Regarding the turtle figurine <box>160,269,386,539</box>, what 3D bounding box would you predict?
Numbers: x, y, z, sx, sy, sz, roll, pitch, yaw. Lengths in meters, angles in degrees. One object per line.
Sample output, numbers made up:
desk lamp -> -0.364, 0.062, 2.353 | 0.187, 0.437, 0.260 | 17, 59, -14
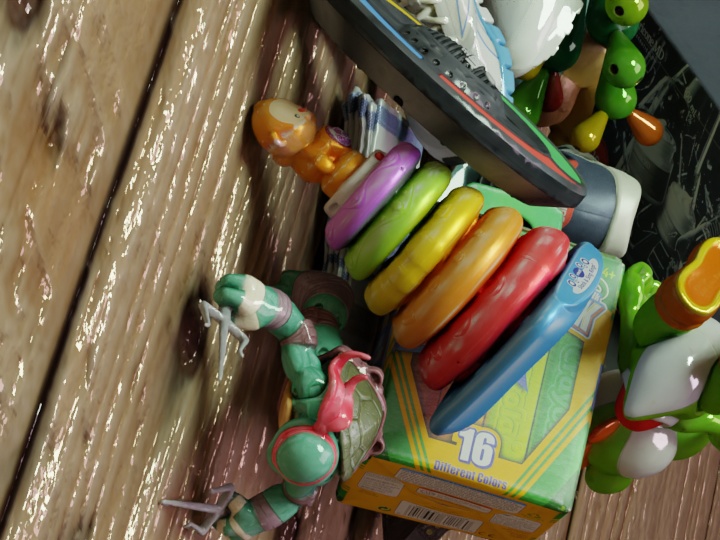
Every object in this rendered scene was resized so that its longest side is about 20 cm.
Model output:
turtle figurine -> -0.035, 0.073, 1.326 | 0.200, 0.100, 0.151 | -60, 161, -72

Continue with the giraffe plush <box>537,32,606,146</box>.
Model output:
giraffe plush -> 0.163, -0.130, 1.850 | 0.162, 0.172, 0.201 | 49, 57, -39

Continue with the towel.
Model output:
towel -> 0.000, 0.000, 1.537 | 0.147, 0.024, 0.201 | 26, 73, -75

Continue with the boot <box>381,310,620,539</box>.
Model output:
boot -> 0.087, 0.096, 1.656 | 0.069, 0.174, 0.200 | 47, 30, -13

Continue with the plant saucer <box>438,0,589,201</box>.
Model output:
plant saucer -> 0.096, -0.095, 1.685 | 0.200, 0.019, 0.070 | -55, 170, -17

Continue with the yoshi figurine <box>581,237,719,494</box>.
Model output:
yoshi figurine -> 0.187, 0.059, 1.478 | 0.200, 0.111, 0.113 | 125, -28, -53

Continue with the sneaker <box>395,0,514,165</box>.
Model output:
sneaker -> 0.037, -0.162, 1.525 | 0.087, 0.075, 0.201 | 8, 72, -62

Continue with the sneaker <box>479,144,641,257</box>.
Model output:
sneaker -> 0.109, -0.052, 1.660 | 0.200, 0.084, 0.075 | -171, -87, -74

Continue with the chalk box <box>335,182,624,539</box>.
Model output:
chalk box -> 0.073, 0.043, 1.492 | 0.124, 0.124, 0.201 | 119, -15, -71

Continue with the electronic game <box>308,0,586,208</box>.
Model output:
electronic game -> 0.046, -0.104, 1.402 | 0.042, 0.200, 0.200 | -48, 166, 9

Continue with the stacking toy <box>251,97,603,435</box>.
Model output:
stacking toy -> 0.021, -0.023, 1.355 | 0.110, 0.200, 0.116 | -47, -179, 28

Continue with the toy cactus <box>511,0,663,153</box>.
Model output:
toy cactus -> 0.163, -0.170, 1.610 | 0.200, 0.102, 0.165 | -51, -148, 30

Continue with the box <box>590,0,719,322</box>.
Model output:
box -> 0.231, -0.054, 1.672 | 0.200, 0.104, 0.183 | -117, -144, -48

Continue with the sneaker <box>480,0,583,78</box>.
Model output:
sneaker -> 0.100, -0.214, 1.581 | 0.080, 0.076, 0.201 | 28, 66, -35
